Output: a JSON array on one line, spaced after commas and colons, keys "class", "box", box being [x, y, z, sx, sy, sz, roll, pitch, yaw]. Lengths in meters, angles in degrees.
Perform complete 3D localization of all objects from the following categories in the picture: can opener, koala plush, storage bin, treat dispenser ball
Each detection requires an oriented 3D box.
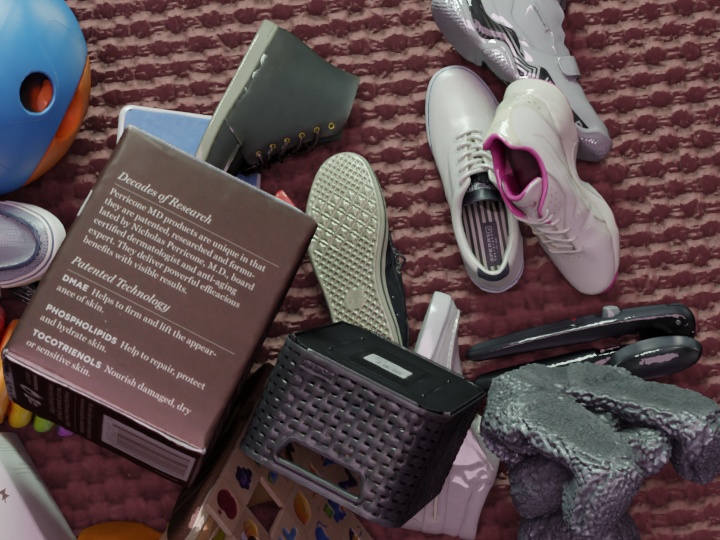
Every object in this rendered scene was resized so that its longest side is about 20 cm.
[{"class": "can opener", "box": [0.188, 0.064, 1.445, 0.198, 0.079, 0.064, -6, 89, 10]}, {"class": "koala plush", "box": [0.176, 0.192, 1.368, 0.183, 0.177, 0.201, 23, 120, 41]}, {"class": "storage bin", "box": [0.006, 0.112, 1.310, 0.135, 0.200, 0.094, 26, 97, 11]}, {"class": "treat dispenser ball", "box": [-0.322, -0.160, 1.405, 0.199, 0.201, 0.203, 0, 84, 1]}]

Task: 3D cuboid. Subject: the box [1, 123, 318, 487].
[{"class": "box", "box": [-0.154, 0.033, 1.302, 0.163, 0.166, 0.201, 26, 71, -1]}]

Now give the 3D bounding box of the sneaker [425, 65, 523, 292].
[{"class": "sneaker", "box": [0.103, -0.083, 1.455, 0.072, 0.071, 0.201, -15, 82, 0]}]

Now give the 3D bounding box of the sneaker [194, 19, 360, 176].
[{"class": "sneaker", "box": [-0.077, -0.106, 1.445, 0.106, 0.075, 0.201, 26, 77, -5]}]

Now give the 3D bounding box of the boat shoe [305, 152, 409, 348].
[{"class": "boat shoe", "box": [0.000, 0.000, 1.453, 0.074, 0.062, 0.202, -13, 83, 14]}]

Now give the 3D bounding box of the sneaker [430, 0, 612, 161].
[{"class": "sneaker", "box": [0.164, -0.194, 1.462, 0.200, 0.075, 0.115, 45, 80, -1]}]

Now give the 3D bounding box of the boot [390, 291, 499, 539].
[{"class": "boot", "box": [0.080, 0.125, 1.438, 0.095, 0.074, 0.202, 13, 93, 1]}]

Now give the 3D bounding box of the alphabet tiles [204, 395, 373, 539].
[{"class": "alphabet tiles", "box": [-0.040, 0.205, 1.383, 0.008, 0.168, 0.201, -21, 115, 31]}]

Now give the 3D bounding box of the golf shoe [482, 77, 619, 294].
[{"class": "golf shoe", "box": [0.153, -0.055, 1.416, 0.075, 0.092, 0.201, -8, 118, 40]}]

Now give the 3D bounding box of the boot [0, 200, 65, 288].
[{"class": "boot", "box": [-0.343, -0.023, 1.380, 0.199, 0.090, 0.073, 0, 90, 23]}]

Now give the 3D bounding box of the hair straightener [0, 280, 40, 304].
[{"class": "hair straightener", "box": [-0.295, 0.014, 1.456, 0.199, 0.077, 0.041, 31, 123, -3]}]

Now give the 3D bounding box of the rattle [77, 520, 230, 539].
[{"class": "rattle", "box": [-0.139, 0.299, 1.429, 0.142, 0.131, 0.201, -22, 118, 20]}]

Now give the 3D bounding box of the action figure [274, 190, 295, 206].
[{"class": "action figure", "box": [-0.120, 0.030, 1.430, 0.199, 0.065, 0.099, -35, 88, -17]}]

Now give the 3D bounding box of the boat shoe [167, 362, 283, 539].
[{"class": "boat shoe", "box": [-0.088, 0.162, 1.391, 0.076, 0.072, 0.200, 41, 45, -12]}]

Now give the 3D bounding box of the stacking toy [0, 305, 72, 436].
[{"class": "stacking toy", "box": [-0.261, 0.097, 1.440, 0.199, 0.116, 0.111, 18, 89, -11]}]

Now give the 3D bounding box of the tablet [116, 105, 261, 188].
[{"class": "tablet", "box": [-0.152, -0.036, 1.468, 0.129, 0.014, 0.202, 6, 83, -18]}]

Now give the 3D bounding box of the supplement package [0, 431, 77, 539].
[{"class": "supplement package", "box": [-0.297, 0.248, 1.403, 0.121, 0.120, 0.201, -31, 85, -2]}]
